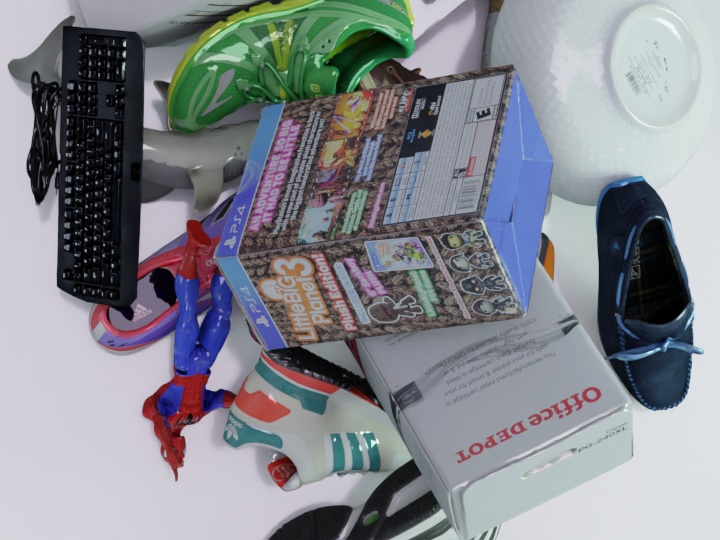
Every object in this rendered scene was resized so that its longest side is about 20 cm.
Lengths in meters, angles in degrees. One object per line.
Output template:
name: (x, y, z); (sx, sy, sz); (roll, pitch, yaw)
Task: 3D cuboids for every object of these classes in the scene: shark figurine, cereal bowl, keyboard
shark figurine: (-0.174, -0.092, 1.652); (0.213, 0.090, 0.129); (22, 50, -12)
cereal bowl: (0.199, -0.150, 1.653); (0.199, 0.083, 0.202); (1, 89, -36)
keyboard: (-0.208, -0.076, 1.590); (0.103, 0.040, 0.202); (8, 100, 33)

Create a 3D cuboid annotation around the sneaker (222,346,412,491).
sneaker: (-0.024, 0.125, 1.625); (0.199, 0.070, 0.094); (30, 97, -43)

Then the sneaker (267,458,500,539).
sneaker: (0.019, 0.223, 1.647); (0.200, 0.076, 0.115); (-29, 133, 19)

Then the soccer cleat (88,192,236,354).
soccer cleat: (-0.118, -0.004, 1.649); (0.199, 0.073, 0.068); (-34, 90, -8)

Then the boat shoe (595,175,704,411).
boat shoe: (0.213, 0.030, 1.648); (0.084, 0.069, 0.201); (-23, 121, -4)

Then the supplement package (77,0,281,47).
supplement package: (-0.107, -0.251, 1.603); (0.199, 0.120, 0.122); (-19, 88, 28)

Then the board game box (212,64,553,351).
board game box: (0.020, -0.043, 1.527); (0.199, 0.097, 0.160); (-7, 43, 23)

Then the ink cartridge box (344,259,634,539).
ink cartridge box: (0.087, 0.073, 1.555); (0.144, 0.084, 0.201); (-25, 56, -9)

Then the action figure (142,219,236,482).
action figure: (-0.112, 0.073, 1.603); (0.065, 0.099, 0.201); (-2, 125, -30)

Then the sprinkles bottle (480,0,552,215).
sprinkles bottle: (0.124, -0.144, 1.691); (0.068, 0.068, 0.202); (7, 85, -6)

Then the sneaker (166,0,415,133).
sneaker: (-0.051, -0.152, 1.603); (0.199, 0.074, 0.084); (-26, 59, 0)

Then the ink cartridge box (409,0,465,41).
ink cartridge box: (0.010, -0.277, 1.688); (0.116, 0.068, 0.200); (-38, 90, -7)

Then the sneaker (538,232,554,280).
sneaker: (0.140, 0.076, 1.681); (0.111, 0.077, 0.201); (20, 76, -21)

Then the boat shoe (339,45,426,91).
boat shoe: (0.021, -0.125, 1.675); (0.072, 0.072, 0.200); (-19, 62, -39)

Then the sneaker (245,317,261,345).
sneaker: (0.000, 0.000, 1.666); (0.199, 0.075, 0.081); (-18, 72, -23)
